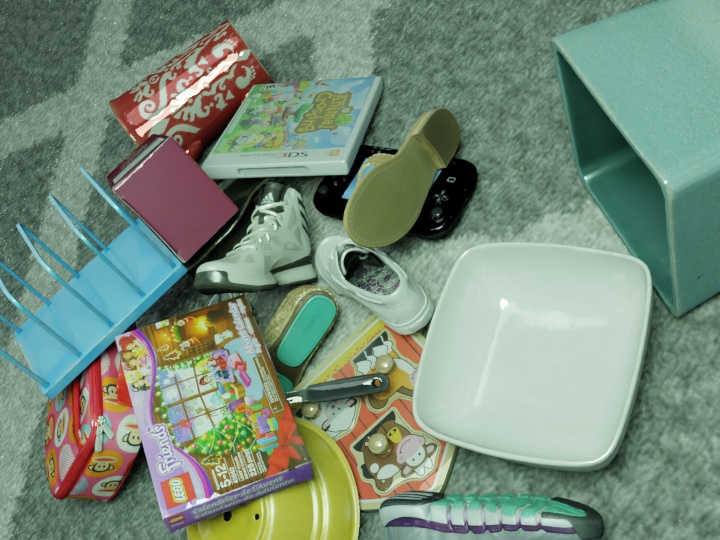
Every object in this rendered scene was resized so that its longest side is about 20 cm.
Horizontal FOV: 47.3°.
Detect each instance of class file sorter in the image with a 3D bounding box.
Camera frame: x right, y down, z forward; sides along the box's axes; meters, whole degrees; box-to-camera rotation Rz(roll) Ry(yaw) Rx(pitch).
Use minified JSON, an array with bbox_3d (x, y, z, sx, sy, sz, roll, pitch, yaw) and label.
[{"bbox_3d":[-0.321,0.005,0.901,0.200,0.123,0.139,-44,43,-8],"label":"file sorter"}]

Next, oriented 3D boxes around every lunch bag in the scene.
[{"bbox_3d":[-0.301,0.146,0.950,0.176,0.082,0.201,-53,39,32],"label":"lunch bag"}]

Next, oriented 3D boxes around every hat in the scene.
[{"bbox_3d":[-0.159,-0.032,0.997,0.200,0.081,0.201,-38,20,16],"label":"hat"}]

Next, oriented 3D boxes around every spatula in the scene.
[{"bbox_3d":[-0.068,0.126,0.820,0.198,0.021,0.057,-11,85,4],"label":"spatula"}]

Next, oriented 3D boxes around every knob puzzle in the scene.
[{"bbox_3d":[0.016,0.147,0.818,0.218,0.030,0.221,-13,57,21],"label":"knob puzzle"}]

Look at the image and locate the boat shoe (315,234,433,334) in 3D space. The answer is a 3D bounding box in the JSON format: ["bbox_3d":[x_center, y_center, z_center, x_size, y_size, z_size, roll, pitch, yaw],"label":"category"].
[{"bbox_3d":[0.000,0.000,0.883,0.072,0.069,0.200,-40,38,-3],"label":"boat shoe"}]

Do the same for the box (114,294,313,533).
[{"bbox_3d":[-0.142,0.127,0.777,0.136,0.039,0.201,-19,54,-13],"label":"box"}]

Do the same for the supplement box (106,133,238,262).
[{"bbox_3d":[-0.224,-0.090,0.953,0.086,0.110,0.200,-44,20,-7],"label":"supplement box"}]

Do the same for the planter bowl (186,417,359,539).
[{"bbox_3d":[-0.106,0.237,0.791,0.199,0.083,0.202,-10,69,29],"label":"planter bowl"}]

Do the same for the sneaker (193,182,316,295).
[{"bbox_3d":[-0.116,-0.036,0.889,0.075,0.200,0.116,-3,93,25],"label":"sneaker"}]

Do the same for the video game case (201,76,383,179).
[{"bbox_3d":[-0.078,-0.178,1.009,0.181,0.022,0.201,0,40,17],"label":"video game case"}]

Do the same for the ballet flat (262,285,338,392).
[{"bbox_3d":[-0.095,0.101,0.907,0.200,0.070,0.065,-52,25,0],"label":"ballet flat"}]

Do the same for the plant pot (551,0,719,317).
[{"bbox_3d":[0.306,-0.121,0.703,0.199,0.197,0.197,-26,52,5],"label":"plant pot"}]

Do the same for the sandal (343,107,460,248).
[{"bbox_3d":[0.031,-0.095,0.893,0.069,0.078,0.212,-7,37,50],"label":"sandal"}]

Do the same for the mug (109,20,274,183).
[{"bbox_3d":[-0.217,-0.227,1.156,0.200,0.178,0.133,-39,13,2],"label":"mug"}]

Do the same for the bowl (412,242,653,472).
[{"bbox_3d":[0.159,0.080,0.745,0.199,0.075,0.201,7,67,34],"label":"bowl"}]

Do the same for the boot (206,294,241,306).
[{"bbox_3d":[-0.185,0.071,0.918,0.073,0.090,0.200,-52,22,23],"label":"boot"}]

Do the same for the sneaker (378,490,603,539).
[{"bbox_3d":[0.111,0.238,0.702,0.199,0.074,0.088,-7,83,32],"label":"sneaker"}]

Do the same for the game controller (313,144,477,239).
[{"bbox_3d":[0.037,-0.094,0.946,0.199,0.042,0.105,15,72,37],"label":"game controller"}]
